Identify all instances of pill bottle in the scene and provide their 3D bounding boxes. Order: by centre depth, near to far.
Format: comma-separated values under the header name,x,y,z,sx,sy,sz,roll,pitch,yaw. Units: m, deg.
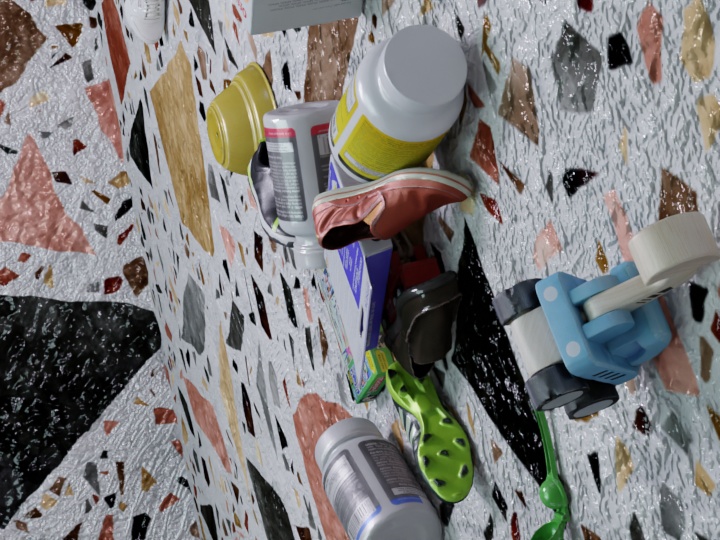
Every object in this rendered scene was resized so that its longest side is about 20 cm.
name,x,y,z,sx,sy,sz,roll,pitch,yaw
pill bottle,0.040,-0.168,1.449,0.200,0.112,0.113,130,126,-69
pill bottle,-0.056,-0.108,1.801,0.111,0.110,0.201,-150,50,-68
pill bottle,0.017,0.287,1.840,0.200,0.113,0.114,-124,27,-51

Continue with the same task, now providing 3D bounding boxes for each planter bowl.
name,x,y,z,sx,sy,sz,roll,pitch,yaw
planter bowl,-0.187,-0.215,2.192,0.200,0.083,0.201,168,90,-72

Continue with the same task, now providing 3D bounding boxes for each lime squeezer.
name,x,y,z,sx,sy,sz,roll,pitch,yaw
lime squeezer,0.173,0.233,1.399,0.038,0.070,0.201,109,178,-88

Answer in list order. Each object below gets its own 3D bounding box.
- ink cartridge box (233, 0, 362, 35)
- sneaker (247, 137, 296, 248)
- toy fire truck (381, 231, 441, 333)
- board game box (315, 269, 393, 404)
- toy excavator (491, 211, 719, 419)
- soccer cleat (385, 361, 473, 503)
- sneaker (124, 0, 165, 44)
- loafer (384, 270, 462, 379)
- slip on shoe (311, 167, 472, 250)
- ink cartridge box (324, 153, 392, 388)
name,x,y,z,sx,sy,sz,roll,pitch,yaw
ink cartridge box,-0.078,-0.394,1.614,0.200,0.144,0.146,97,154,-50
sneaker,-0.116,-0.116,2.053,0.200,0.071,0.083,57,145,38
toy fire truck,0.045,-0.025,1.642,0.200,0.049,0.142,112,143,-64
board game box,-0.009,0.065,1.914,0.135,0.029,0.201,116,139,-65
toy excavator,0.203,0.025,1.106,0.194,0.200,0.100,17,-132,-57
soccer cleat,0.085,0.192,1.664,0.081,0.067,0.201,71,176,-54
sneaker,-0.406,-0.516,2.695,0.100,0.074,0.201,-124,27,-52
loafer,0.080,0.063,1.579,0.072,0.073,0.200,61,164,18
slip on shoe,0.032,-0.063,1.497,0.199,0.074,0.062,-13,65,34
ink cartridge box,0.000,0.000,1.646,0.199,0.043,0.201,96,162,-53
